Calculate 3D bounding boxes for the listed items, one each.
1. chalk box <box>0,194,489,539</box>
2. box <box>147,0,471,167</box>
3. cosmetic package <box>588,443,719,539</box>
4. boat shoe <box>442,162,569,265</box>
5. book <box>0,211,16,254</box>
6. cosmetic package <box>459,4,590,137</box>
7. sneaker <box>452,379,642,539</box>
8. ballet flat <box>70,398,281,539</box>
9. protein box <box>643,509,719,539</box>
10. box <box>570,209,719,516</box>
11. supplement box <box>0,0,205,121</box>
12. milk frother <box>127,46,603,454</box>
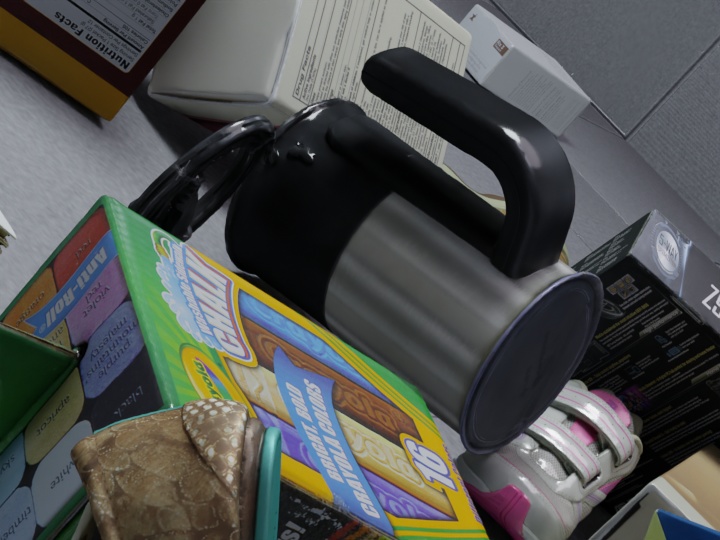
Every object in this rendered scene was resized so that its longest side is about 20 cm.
[{"bbox_3d":[-0.070,0.073,0.576,0.199,0.125,0.124,35,17,-33],"label":"chalk box"},{"bbox_3d":[-0.029,-0.138,1.175,0.108,0.129,0.200,8,-12,36],"label":"box"},{"bbox_3d":[0.174,0.166,0.995,0.071,0.105,0.200,46,14,14],"label":"cosmetic package"},{"bbox_3d":[0.090,-0.019,1.380,0.199,0.072,0.077,25,36,-31],"label":"boat shoe"},{"bbox_3d":[-0.227,-0.085,0.662,0.134,0.048,0.200,54,4,40],"label":"book"},{"bbox_3d":[0.209,-0.262,2.319,0.199,0.074,0.102,24,23,-46],"label":"cosmetic package"},{"bbox_3d":[0.115,0.106,1.030,0.081,0.088,0.200,45,15,7],"label":"sneaker"},{"bbox_3d":[-0.057,0.135,0.461,0.065,0.202,0.071,2,-12,2],"label":"ballet flat"},{"bbox_3d":[0.237,0.222,0.796,0.198,0.136,0.199,17,-8,45],"label":"protein box"},{"bbox_3d":[0.175,0.068,1.109,0.160,0.200,0.044,41,52,-7],"label":"box"},{"bbox_3d":[-0.150,-0.236,1.065,0.132,0.200,0.198,35,17,-24],"label":"supplement box"},{"bbox_3d":[0.000,0.000,0.928,0.188,0.181,0.200,36,54,28],"label":"milk frother"}]
